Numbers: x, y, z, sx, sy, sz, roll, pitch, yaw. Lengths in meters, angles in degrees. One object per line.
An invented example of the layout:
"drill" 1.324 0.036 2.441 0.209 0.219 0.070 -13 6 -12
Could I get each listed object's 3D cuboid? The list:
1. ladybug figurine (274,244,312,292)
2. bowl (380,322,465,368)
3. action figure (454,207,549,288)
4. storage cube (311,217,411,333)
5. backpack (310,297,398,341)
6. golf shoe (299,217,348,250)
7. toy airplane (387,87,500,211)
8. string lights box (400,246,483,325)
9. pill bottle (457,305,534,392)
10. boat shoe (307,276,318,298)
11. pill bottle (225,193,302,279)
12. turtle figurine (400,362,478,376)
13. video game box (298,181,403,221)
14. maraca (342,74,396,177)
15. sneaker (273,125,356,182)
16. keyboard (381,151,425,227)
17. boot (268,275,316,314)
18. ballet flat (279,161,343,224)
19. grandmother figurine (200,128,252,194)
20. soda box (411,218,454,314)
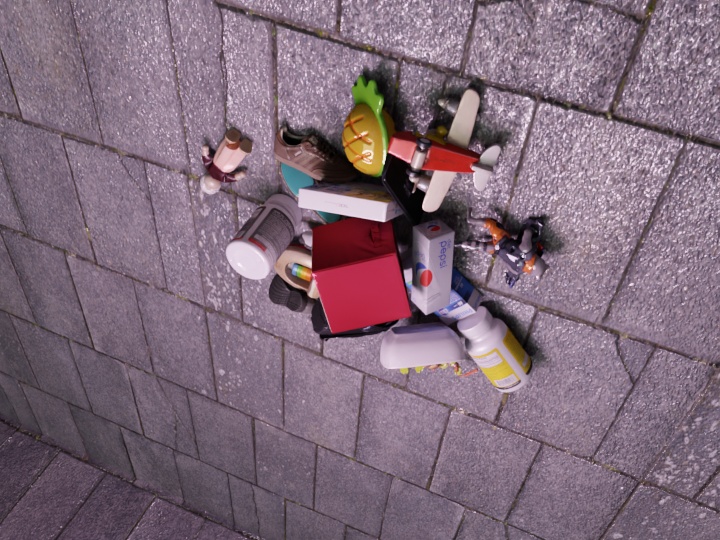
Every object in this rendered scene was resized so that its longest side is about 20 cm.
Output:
"ladybug figurine" -0.131 -0.007 1.837 0.199 0.072 0.136 25 139 7
"bowl" 0.143 0.173 1.735 0.198 0.200 0.075 -6 93 -1
"action figure" 0.302 -0.028 1.535 0.193 0.105 0.201 26 136 22
"storage cube" 0.000 0.000 1.561 0.179 0.171 0.201 -13 127 6
"backpack" -0.003 0.095 1.762 0.199 0.127 0.167 3 159 -38
"golf shoe" -0.053 -0.087 1.725 0.199 0.078 0.095 10 117 21
"toy airplane" 0.169 -0.232 1.411 0.199 0.141 0.199 -32 127 7
"string lights box" 0.178 0.030 1.696 0.200 0.059 0.103 44 138 -14
"pill bottle" 0.316 0.183 1.721 0.111 0.112 0.200 -18 119 41
"boat shoe" -0.070 0.005 1.707 0.076 0.072 0.200 20 141 -5
"pill bottle" -0.222 -0.084 1.720 0.113 0.200 0.114 16 137 16
"turtle figurine" 0.186 0.234 1.852 0.199 0.161 0.065 4 89 44
"video game box" -0.002 -0.152 1.538 0.199 0.182 0.047 12 105 22
"maraca" 0.018 -0.285 1.453 0.137 0.106 0.201 34 135 49
"sneaker" -0.101 -0.253 1.584 0.199 0.071 0.076 19 132 12
"keyboard" 0.096 -0.186 1.481 0.020 0.128 0.200 10 159 29
"boot" -0.154 0.081 1.928 0.130 0.068 0.200 20 -174 -37
"ballet flat" -0.114 -0.174 1.664 0.200 0.068 0.075 48 176 4
"grandmother figurine" -0.332 -0.252 1.734 0.121 0.061 0.200 44 135 -1
"soda box" 0.154 -0.007 1.573 0.063 0.068 0.201 46 146 45
